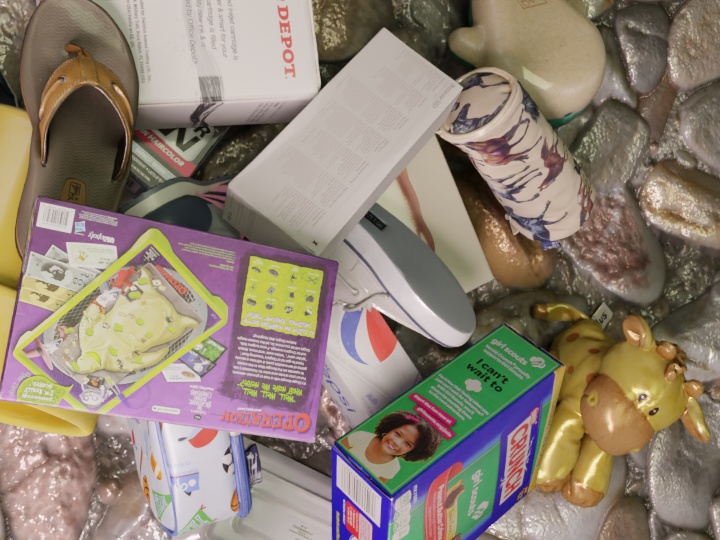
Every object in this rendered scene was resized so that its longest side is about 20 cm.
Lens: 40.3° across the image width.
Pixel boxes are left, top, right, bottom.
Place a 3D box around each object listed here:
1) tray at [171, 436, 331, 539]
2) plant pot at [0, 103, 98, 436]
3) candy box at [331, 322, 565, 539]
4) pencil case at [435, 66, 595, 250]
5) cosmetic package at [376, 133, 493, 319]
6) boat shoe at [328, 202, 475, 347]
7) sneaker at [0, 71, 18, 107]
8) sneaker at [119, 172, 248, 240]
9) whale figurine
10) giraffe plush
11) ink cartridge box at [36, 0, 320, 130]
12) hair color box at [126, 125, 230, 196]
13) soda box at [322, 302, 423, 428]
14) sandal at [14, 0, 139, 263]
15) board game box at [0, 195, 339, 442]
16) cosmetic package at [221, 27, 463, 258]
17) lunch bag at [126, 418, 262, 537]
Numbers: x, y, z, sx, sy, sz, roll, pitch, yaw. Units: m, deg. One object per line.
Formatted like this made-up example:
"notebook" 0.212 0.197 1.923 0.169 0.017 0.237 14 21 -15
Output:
"tray" -0.056 0.228 0.854 0.198 0.022 0.109 30 77 -19
"plant pot" -0.258 -0.003 0.693 0.198 0.200 0.192 21 70 -20
"candy box" 0.071 0.165 0.820 0.199 0.077 0.171 -32 142 -31
"pencil case" 0.138 -0.098 0.876 0.089 0.078 0.200 -34 138 14
"cosmetic package" 0.026 -0.065 0.862 0.086 0.103 0.203 -26 96 -20
"boat shoe" -0.003 0.001 0.781 0.201 0.086 0.075 42 32 4
"sneaker" -0.326 -0.172 0.730 0.078 0.079 0.201 -40 104 -20
"sneaker" -0.114 -0.026 0.765 0.070 0.200 0.083 -30 87 23
"whale figurine" 0.145 -0.222 0.938 0.157 0.104 0.202 -21 71 -23
"giraffe plush" 0.235 0.118 0.908 0.171 0.162 0.203 27 78 -19
"ink cartridge box" -0.140 -0.187 0.742 0.196 0.084 0.147 -6 86 -19
"hair color box" -0.142 -0.159 0.816 0.099 0.060 0.201 39 73 -15
"soda box" -0.013 0.062 0.857 0.063 0.068 0.202 -37 101 -20
"sandal" -0.183 -0.092 0.632 0.080 0.054 0.204 12 66 -24
"board game box" -0.114 0.035 0.614 0.197 0.032 0.122 13 76 -23
"cosmetic package" -0.011 -0.089 0.737 0.082 0.051 0.200 36 60 7
"lunch bag" -0.135 0.089 0.723 0.074 0.200 0.163 -11 107 -21
